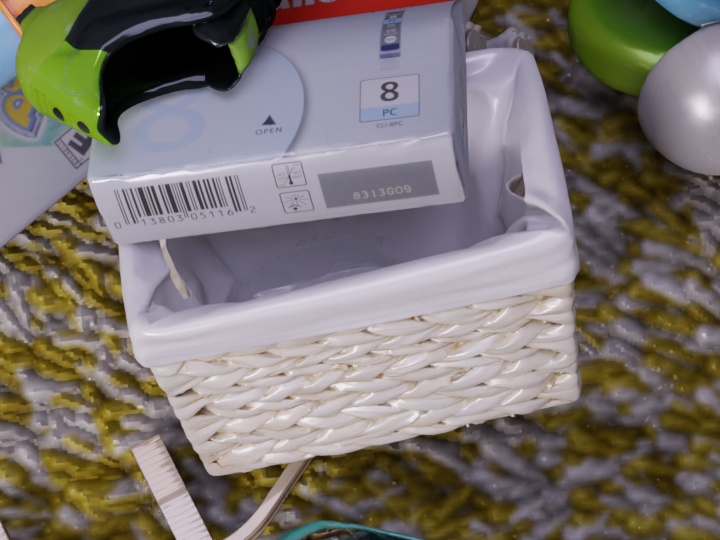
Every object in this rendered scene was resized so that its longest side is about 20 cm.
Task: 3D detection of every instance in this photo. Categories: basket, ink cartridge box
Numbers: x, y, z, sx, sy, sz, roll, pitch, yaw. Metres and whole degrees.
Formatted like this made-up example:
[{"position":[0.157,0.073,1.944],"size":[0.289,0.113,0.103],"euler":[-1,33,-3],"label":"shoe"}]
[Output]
[{"position":[0.000,0.000,1.060],"size":[0.199,0.124,0.136],"euler":[-13,46,4],"label":"basket"},{"position":[-0.034,-0.106,1.049],"size":[0.159,0.047,0.200],"euler":[-7,48,9],"label":"ink cartridge box"}]

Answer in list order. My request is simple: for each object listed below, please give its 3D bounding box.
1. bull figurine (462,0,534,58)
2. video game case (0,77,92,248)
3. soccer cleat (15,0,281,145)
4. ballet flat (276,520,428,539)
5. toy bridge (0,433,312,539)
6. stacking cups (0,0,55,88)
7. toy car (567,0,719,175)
[{"position":[0.031,-0.127,1.140],"size":[0.121,0.065,0.201],"euler":[-6,60,40],"label":"bull figurine"},{"position":[-0.234,-0.092,1.122],"size":[0.182,0.022,0.200],"euler":[-39,101,0],"label":"video game case"},{"position":[-0.058,-0.124,1.009],"size":[0.200,0.068,0.081],"euler":[-39,54,-18],"label":"soccer cleat"},{"position":[0.047,0.158,1.068],"size":[0.199,0.070,0.068],"euler":[10,73,4],"label":"ballet flat"},{"position":[-0.089,0.112,1.108],"size":[0.200,0.027,0.067],"euler":[-27,75,-8],"label":"toy bridge"},{"position":[-0.178,-0.103,1.086],"size":[0.200,0.061,0.061],"euler":[-35,75,-2],"label":"stacking cups"},{"position":[0.194,-0.154,1.098],"size":[0.199,0.150,0.175],"euler":[-14,49,-3],"label":"toy car"}]
